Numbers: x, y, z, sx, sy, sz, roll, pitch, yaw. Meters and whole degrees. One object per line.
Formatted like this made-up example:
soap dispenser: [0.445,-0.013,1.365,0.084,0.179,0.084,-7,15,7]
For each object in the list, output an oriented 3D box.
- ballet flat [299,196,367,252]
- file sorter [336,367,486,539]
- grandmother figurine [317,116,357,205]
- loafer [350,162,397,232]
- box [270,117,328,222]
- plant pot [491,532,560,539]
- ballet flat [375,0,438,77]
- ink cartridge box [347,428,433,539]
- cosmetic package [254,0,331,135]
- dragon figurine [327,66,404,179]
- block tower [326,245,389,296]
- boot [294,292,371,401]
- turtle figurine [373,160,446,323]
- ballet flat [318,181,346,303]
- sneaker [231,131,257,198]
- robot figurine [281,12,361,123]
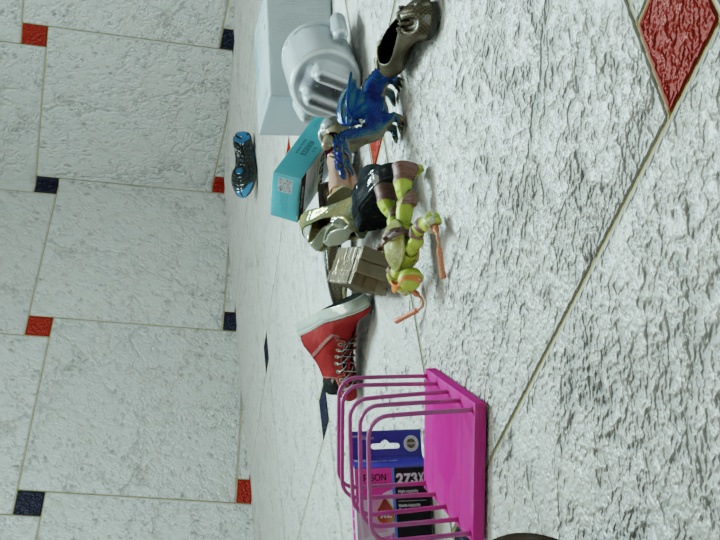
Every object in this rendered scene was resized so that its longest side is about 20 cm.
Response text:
ballet flat: [-0.044,-0.060,1.699,0.199,0.070,0.072,-17,73,57]
file sorter: [0.047,0.193,1.240,0.200,0.123,0.142,-154,64,-77]
grandmother figurine: [-0.031,-0.165,1.796,0.122,0.059,0.202,80,-179,-48]
loafer: [0.018,-0.106,1.511,0.201,0.067,0.072,119,140,-75]
box: [-0.088,-0.168,1.883,0.201,0.048,0.083,-61,-17,-52]
plant pot: [0.121,0.263,0.808,0.200,0.183,0.191,-64,-26,-83]
ballet flat: [0.045,-0.281,1.398,0.200,0.045,0.069,164,108,-76]
ink cartridge box: [0.037,0.289,1.372,0.037,0.093,0.204,125,143,-70]
cosmetic package: [-0.121,-0.368,2.076,0.199,0.120,0.204,129,138,-73]
dragon figurine: [0.003,-0.218,1.500,0.059,0.097,0.204,125,146,-70]
block tower: [0.000,0.000,1.611,0.200,0.057,0.055,176,113,-80]
boot: [-0.019,0.120,1.760,0.200,0.072,0.146,-34,79,60]
turtle figurine: [0.048,-0.035,1.372,0.201,0.063,0.164,108,158,-59]
ballet flat: [-0.037,-0.042,1.846,0.067,0.045,0.204,93,171,-81]
sneaker: [-0.321,-0.289,3.270,0.082,0.072,0.204,75,-167,-64]
robot figurine: [-0.063,-0.312,1.794,0.171,0.111,0.201,-59,25,25]
